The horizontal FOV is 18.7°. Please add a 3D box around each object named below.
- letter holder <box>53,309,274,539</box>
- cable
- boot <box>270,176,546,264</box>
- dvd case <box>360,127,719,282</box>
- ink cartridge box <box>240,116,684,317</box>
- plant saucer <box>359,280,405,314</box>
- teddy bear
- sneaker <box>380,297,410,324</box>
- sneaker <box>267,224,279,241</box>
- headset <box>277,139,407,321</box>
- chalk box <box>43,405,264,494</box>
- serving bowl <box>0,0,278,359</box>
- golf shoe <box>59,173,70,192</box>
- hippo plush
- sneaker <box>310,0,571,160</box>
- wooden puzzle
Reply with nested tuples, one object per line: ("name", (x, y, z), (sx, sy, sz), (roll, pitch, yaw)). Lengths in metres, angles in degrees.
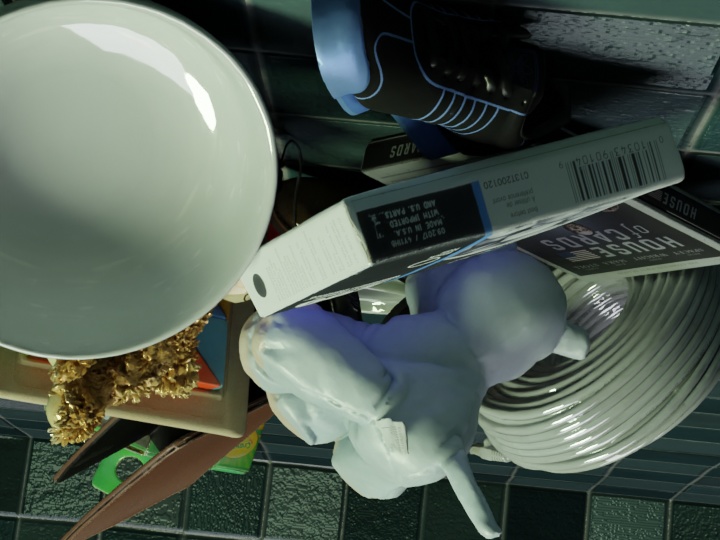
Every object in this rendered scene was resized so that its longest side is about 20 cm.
("letter holder", (-0.147, 0.096, 1.487), (0.142, 0.101, 0.200), (-28, 171, -41))
("cable", (0.161, 0.047, 1.455), (0.069, 0.200, 0.200), (48, 163, -23))
("boot", (0.037, -0.037, 1.446), (0.200, 0.074, 0.075), (13, 140, -19))
("dvd case", (0.122, -0.042, 1.344), (0.200, 0.025, 0.150), (25, 160, -32))
("ink cartridge box", (0.041, -0.024, 1.185), (0.198, 0.043, 0.200), (-16, 178, -26))
("plant saucer", (0.003, -0.001, 1.634), (0.200, 0.050, 0.200), (5, 169, 1))
("teddy bear", (-0.114, 0.022, 1.261), (0.067, 0.145, 0.200), (20, -154, 27))
("sneaker", (0.093, 0.042, 1.572), (0.200, 0.073, 0.082), (-27, -154, -30))
("sneaker", (-0.038, 0.022, 1.536), (0.077, 0.085, 0.200), (16, 141, 13))
("headset", (0.000, 0.000, 1.372), (0.200, 0.123, 0.094), (49, -175, -16))
("chalk box", (-0.149, 0.084, 1.690), (0.124, 0.200, 0.124), (20, -178, 39))
("serving bowl", (-0.146, -0.056, 1.136), (0.200, 0.200, 0.066), (9, -159, -18))
("golf shoe", (-0.183, -0.072, 1.215), (0.200, 0.078, 0.097), (-1, -160, -7))
("hippo plush", (0.036, 0.038, 1.285), (0.159, 0.161, 0.200), (46, 164, -15))
("sneaker", (0.042, -0.103, 1.059), (0.078, 0.070, 0.200), (-9, 168, 20))
("wooden puzzle", (-0.139, -0.001, 1.346), (0.200, 0.185, 0.037), (15, 162, -37))
